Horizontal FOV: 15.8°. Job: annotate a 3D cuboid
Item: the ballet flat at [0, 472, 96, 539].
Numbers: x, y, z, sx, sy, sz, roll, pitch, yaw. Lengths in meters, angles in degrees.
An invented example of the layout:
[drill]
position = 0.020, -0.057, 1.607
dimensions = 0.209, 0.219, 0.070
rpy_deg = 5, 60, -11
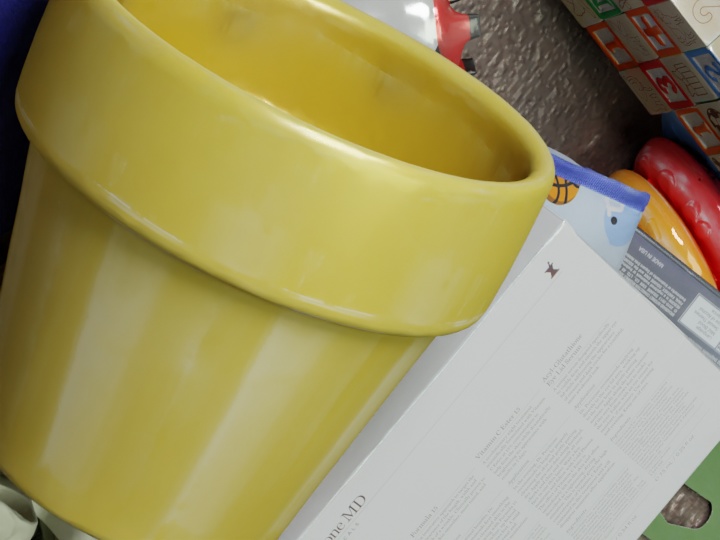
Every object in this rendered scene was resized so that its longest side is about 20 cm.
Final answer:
[ballet flat]
position = -0.157, 0.111, 1.194
dimensions = 0.199, 0.072, 0.072
rpy_deg = 14, 103, -42

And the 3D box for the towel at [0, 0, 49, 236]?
[towel]
position = -0.113, -0.119, 1.051
dimensions = 0.200, 0.049, 0.149
rpy_deg = -37, 132, -42

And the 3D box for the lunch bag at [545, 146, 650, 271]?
[lunch bag]
position = 0.000, 0.000, 1.146
dimensions = 0.199, 0.124, 0.171
rpy_deg = 18, 94, -38

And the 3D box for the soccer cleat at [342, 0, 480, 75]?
[soccer cleat]
position = 0.012, -0.052, 1.250
dimensions = 0.085, 0.069, 0.201
rpy_deg = -8, 124, -12

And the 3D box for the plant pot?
[plant pot]
position = -0.052, 0.000, 0.988
dimensions = 0.200, 0.201, 0.190
rpy_deg = 9, 114, -40

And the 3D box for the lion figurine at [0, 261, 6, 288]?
[lion figurine]
position = -0.109, -0.002, 1.183
dimensions = 0.123, 0.072, 0.201
rpy_deg = 49, 64, -34

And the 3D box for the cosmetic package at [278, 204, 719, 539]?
[cosmetic package]
position = 0.054, 0.085, 1.108
dimensions = 0.200, 0.052, 0.151
rpy_deg = -50, 129, 0

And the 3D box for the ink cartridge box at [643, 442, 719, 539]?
[ink cartridge box]
position = 0.238, 0.082, 1.504
dimensions = 0.145, 0.048, 0.201
rpy_deg = 34, 86, -44

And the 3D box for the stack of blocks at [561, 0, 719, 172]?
[stack of blocks]
position = 0.173, -0.109, 1.251
dimensions = 0.059, 0.115, 0.200
rpy_deg = -42, 99, -13

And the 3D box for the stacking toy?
[stacking toy]
position = 0.126, 0.014, 1.356
dimensions = 0.199, 0.110, 0.116
rpy_deg = -34, 141, -6

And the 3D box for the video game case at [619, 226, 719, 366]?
[video game case]
position = 0.083, 0.066, 1.252
dimensions = 0.143, 0.019, 0.200
rpy_deg = 37, 92, -5
